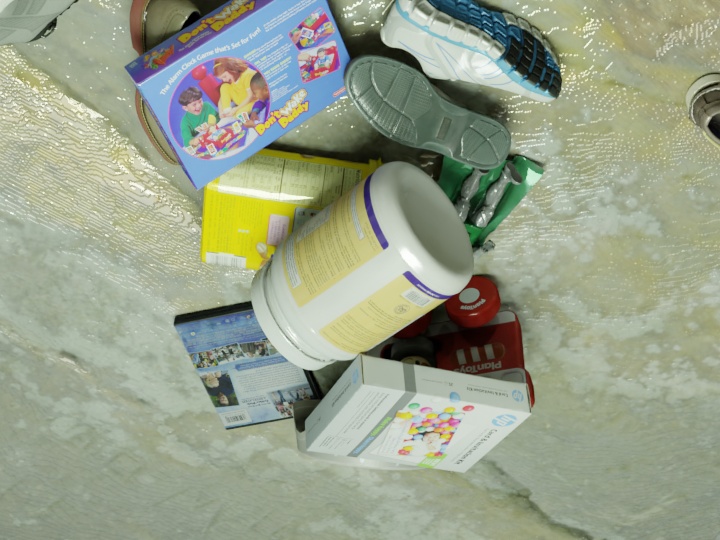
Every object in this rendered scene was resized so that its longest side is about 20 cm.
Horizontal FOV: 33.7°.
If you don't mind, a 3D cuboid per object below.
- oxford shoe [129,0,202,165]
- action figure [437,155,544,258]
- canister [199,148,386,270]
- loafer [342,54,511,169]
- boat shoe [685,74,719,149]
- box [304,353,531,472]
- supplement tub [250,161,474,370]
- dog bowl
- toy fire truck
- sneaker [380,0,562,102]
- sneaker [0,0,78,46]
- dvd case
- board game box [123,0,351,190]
[{"bbox_3d":[-0.181,-0.183,1.194,0.074,0.070,0.202,28,142,32],"label":"oxford shoe"},{"bbox_3d":[0.114,-0.046,1.338,0.116,0.055,0.201,14,134,-14],"label":"action figure"},{"bbox_3d":[-0.072,-0.061,1.306,0.197,0.087,0.150,8,130,-4],"label":"canister"},{"bbox_3d":[0.061,-0.161,1.217,0.198,0.063,0.072,25,100,-24],"label":"loafer"},{"bbox_3d":[0.428,-0.135,1.242,0.198,0.060,0.072,25,127,-19],"label":"boat shoe"},{"bbox_3d":[0.059,0.157,1.275,0.197,0.042,0.156,11,143,-23],"label":"box"},{"bbox_3d":[0.000,0.000,1.200,0.199,0.147,0.145,-34,123,28],"label":"supplement tub"},{"bbox_3d":[0.011,0.201,1.465,0.197,0.200,0.060,6,90,-3],"label":"dog bowl"},{"bbox_3d":[0.100,0.110,1.394,0.197,0.169,0.113,-10,131,11],"label":"toy fire truck"},{"bbox_3d":[0.109,-0.217,1.185,0.198,0.076,0.087,26,141,-17],"label":"sneaker"},{"bbox_3d":[-0.310,-0.267,1.149,0.198,0.075,0.080,-14,139,22],"label":"sneaker"},{"bbox_3d":[-0.138,0.121,1.512,0.141,0.018,0.202,-11,129,10],"label":"dvd case"},{"bbox_3d":[-0.110,-0.189,1.157,0.199,0.045,0.135,-33,132,-8],"label":"board game box"}]
